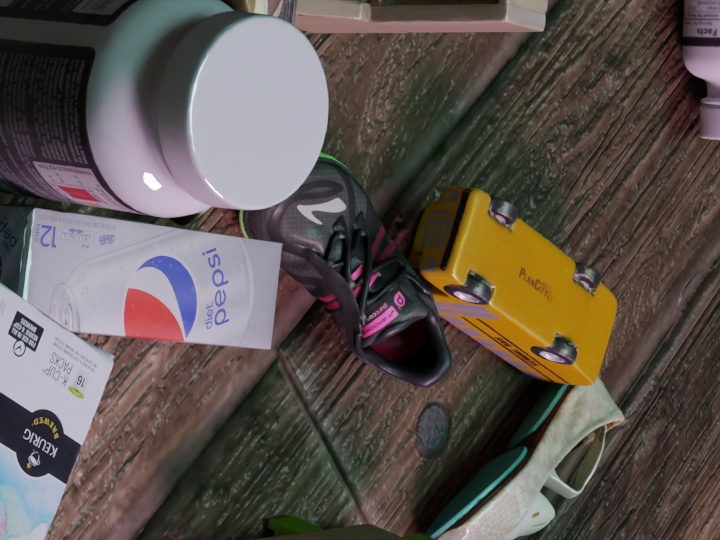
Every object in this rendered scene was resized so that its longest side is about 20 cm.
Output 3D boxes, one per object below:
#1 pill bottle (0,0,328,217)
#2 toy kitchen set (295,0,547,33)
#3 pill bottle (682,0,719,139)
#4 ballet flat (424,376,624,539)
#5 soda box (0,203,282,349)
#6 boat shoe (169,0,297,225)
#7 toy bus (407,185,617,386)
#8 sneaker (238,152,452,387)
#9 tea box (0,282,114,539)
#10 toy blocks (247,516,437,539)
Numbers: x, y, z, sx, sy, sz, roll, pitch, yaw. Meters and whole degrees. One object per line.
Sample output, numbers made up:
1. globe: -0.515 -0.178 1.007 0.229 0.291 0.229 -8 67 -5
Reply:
1. pill bottle: -0.118 -0.087 1.282 0.116 0.200 0.117 -11 105 -45
2. toy kitchen set: -0.021 -0.226 1.407 0.200 0.180 0.163 6 89 -50
3. pill bottle: 0.290 -0.194 1.843 0.111 0.111 0.200 -6 99 -50
4. ballet flat: 0.117 0.138 1.700 0.062 0.067 0.200 47 53 -5
5. soda box: -0.132 0.004 1.386 0.200 0.068 0.064 8 88 -51
6. boat shoe: -0.071 -0.102 1.375 0.066 0.072 0.201 -29 155 -32
7. toy bus: 0.095 0.011 1.655 0.200 0.078 0.065 34 69 -47
8. sneaker: 0.000 0.000 1.524 0.077 0.084 0.200 -46 132 -2
9. tea box: -0.252 0.081 1.196 0.200 0.134 0.197 38 66 -46
10. toy blocks: -0.033 0.230 1.529 0.200 0.100 0.137 1 106 -56
